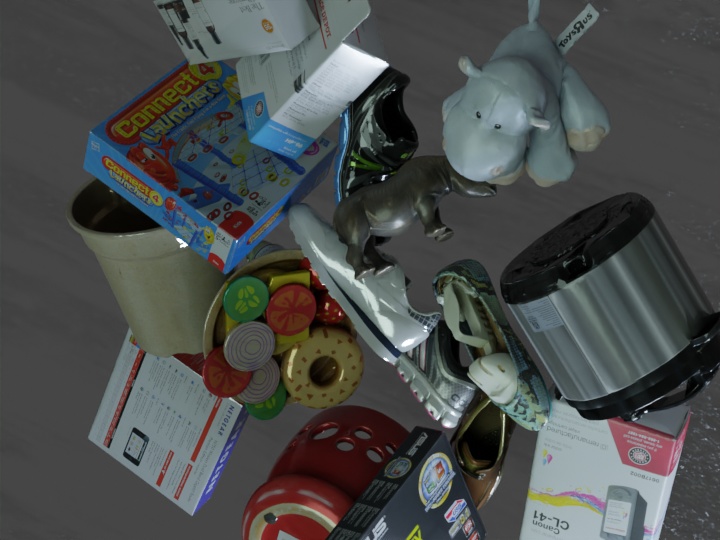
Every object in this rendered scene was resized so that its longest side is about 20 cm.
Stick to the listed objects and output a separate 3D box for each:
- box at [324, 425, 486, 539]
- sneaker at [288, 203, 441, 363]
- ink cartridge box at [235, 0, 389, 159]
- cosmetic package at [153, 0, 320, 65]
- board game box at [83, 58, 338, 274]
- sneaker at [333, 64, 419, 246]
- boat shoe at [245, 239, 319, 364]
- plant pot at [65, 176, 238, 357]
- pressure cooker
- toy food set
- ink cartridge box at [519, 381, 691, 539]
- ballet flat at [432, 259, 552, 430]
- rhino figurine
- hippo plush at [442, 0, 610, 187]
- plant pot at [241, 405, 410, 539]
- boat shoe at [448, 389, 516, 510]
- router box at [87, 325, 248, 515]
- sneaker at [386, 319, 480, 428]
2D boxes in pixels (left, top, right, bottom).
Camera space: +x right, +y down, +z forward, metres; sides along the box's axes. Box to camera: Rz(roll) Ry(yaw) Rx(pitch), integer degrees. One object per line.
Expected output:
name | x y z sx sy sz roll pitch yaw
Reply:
box | 0.048 0.296 1.332 0.044 0.200 0.162 6 129 41
sneaker | 0.000 0.000 1.312 0.080 0.076 0.201 -39 90 8
ink cartridge box | -0.040 -0.225 1.263 0.200 0.067 0.117 -41 47 33
cosmetic package | -0.131 -0.264 1.263 0.199 0.051 0.083 5 133 53
board game box | -0.157 -0.123 1.314 0.195 0.200 0.056 35 138 8
sneaker | 0.020 -0.119 1.306 0.082 0.071 0.203 13 112 28
boat shoe | -0.091 0.055 1.443 0.062 0.071 0.203 -138 36 -57
plant pot | -0.218 -0.012 1.413 0.197 0.201 0.186 5 124 24
pressure cooker | 0.248 0.050 1.195 0.177 0.176 0.202 -33 97 4
toy food set | -0.087 0.073 1.386 0.049 0.195 0.203 -137 43 -57
ink cartridge box | 0.259 0.226 1.320 0.145 0.086 0.203 15 114 20
ballet flat | 0.130 0.081 1.290 0.074 0.074 0.202 -44 60 33
rhino figurine | 0.061 -0.071 1.269 0.198 0.060 0.088 -29 76 -6
hippo plush | 0.159 -0.151 1.161 0.158 0.161 0.201 33 116 2
plant pot | -0.028 0.284 1.431 0.197 0.182 0.204 8 112 22
boat shoe | 0.129 0.201 1.383 0.071 0.068 0.203 21 119 15
router box | -0.243 0.185 1.573 0.178 0.049 0.202 34 121 10
sneaker | 0.066 0.073 1.363 0.087 0.074 0.201 -41 72 6
